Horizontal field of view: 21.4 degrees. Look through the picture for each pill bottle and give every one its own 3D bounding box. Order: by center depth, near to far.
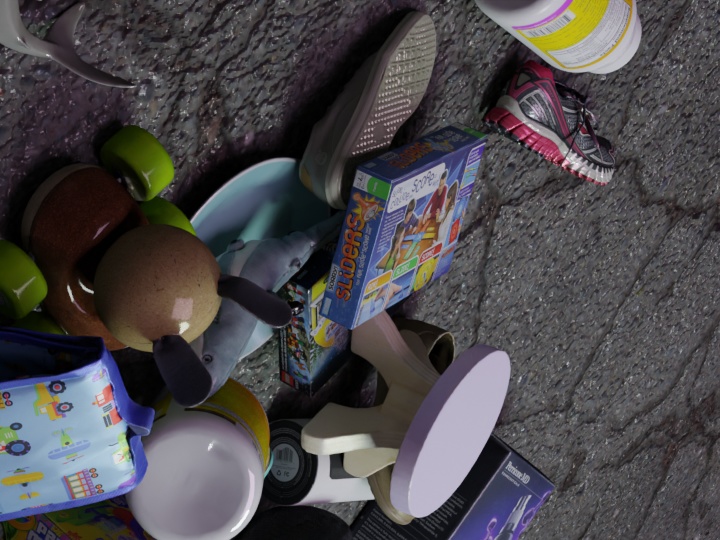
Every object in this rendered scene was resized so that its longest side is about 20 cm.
[{"bbox_3d":[-0.129,0.147,1.547,0.110,0.109,0.200,-61,-175,9],"label":"pill bottle"},{"bbox_3d":[0.180,-0.239,1.688,0.105,0.104,0.200,-58,149,5],"label":"pill bottle"}]

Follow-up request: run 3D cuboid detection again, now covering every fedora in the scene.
[{"bbox_3d":[-0.070,0.277,1.752,0.200,0.200,0.092,-23,129,-41],"label":"fedora"}]

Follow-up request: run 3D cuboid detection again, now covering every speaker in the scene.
[{"bbox_3d":[-0.014,0.182,1.830,0.199,0.081,0.082,6,114,-54],"label":"speaker"}]

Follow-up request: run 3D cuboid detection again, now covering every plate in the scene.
[{"bbox_3d":[-0.103,-0.008,1.590,0.200,0.025,0.201,-35,142,-32],"label":"plate"}]

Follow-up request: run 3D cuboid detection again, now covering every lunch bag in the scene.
[{"bbox_3d":[-0.244,0.108,1.335,0.151,0.198,0.095,82,9,-48],"label":"lunch bag"}]

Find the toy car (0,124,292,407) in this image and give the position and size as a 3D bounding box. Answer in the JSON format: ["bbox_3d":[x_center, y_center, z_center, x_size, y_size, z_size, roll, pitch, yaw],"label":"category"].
[{"bbox_3d":[-0.148,0.020,1.379,0.164,0.199,0.158,-45,146,-24],"label":"toy car"}]

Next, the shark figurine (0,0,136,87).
[{"bbox_3d":[-0.218,-0.183,1.222,0.128,0.089,0.216,-37,142,-25],"label":"shark figurine"}]

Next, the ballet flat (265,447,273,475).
[{"bbox_3d":[-0.151,0.228,1.711,0.071,0.070,0.201,17,105,-57],"label":"ballet flat"}]

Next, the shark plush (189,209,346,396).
[{"bbox_3d":[-0.081,0.024,1.546,0.199,0.083,0.091,-33,141,-32],"label":"shark plush"}]

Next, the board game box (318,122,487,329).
[{"bbox_3d":[0.039,-0.041,1.616,0.200,0.034,0.137,-28,137,-60],"label":"board game box"}]

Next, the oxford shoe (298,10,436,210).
[{"bbox_3d":[0.006,-0.139,1.589,0.201,0.057,0.075,-62,143,-24],"label":"oxford shoe"}]

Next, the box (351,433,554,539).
[{"bbox_3d":[0.092,0.261,2.022,0.201,0.104,0.148,-55,148,-1],"label":"box"}]

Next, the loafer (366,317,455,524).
[{"bbox_3d":[0.051,0.138,1.804,0.076,0.067,0.202,24,63,-50],"label":"loafer"}]

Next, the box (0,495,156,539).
[{"bbox_3d":[-0.214,0.296,1.549,0.121,0.199,0.194,-4,123,-52],"label":"box"}]

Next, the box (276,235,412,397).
[{"bbox_3d":[0.000,0.000,1.691,0.200,0.037,0.137,-44,150,-35],"label":"box"}]

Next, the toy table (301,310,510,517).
[{"bbox_3d":[0.040,0.122,1.690,0.200,0.116,0.186,-30,135,-57],"label":"toy table"}]

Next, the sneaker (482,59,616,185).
[{"bbox_3d":[0.197,-0.137,1.826,0.200,0.080,0.075,21,99,-57],"label":"sneaker"}]
